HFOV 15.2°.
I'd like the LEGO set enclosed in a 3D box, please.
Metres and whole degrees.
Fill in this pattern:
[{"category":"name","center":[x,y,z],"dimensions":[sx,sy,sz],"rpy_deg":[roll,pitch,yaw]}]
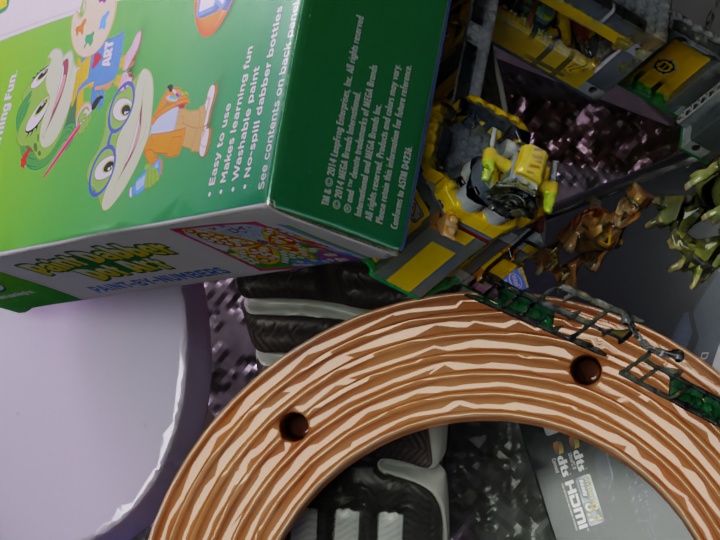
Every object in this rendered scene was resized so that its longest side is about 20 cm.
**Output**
[{"category":"LEGO set","center":[0.102,-0.042,0.691],"dimensions":[0.116,0.200,0.154],"rpy_deg":[-41,21,47]}]

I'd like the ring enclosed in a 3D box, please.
[{"category":"ring","center":[0.036,0.106,0.744],"dimensions":[0.200,0.019,0.201],"rpy_deg":[0,87,8]}]

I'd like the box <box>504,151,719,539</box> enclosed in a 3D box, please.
[{"category":"box","center":[0.136,0.058,0.802],"dimensions":[0.160,0.044,0.200],"rpy_deg":[-20,74,15]}]

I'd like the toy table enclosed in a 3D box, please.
[{"category":"toy table","center":[-0.102,0.004,0.859],"dimensions":[0.184,0.117,0.200],"rpy_deg":[-25,72,14]}]

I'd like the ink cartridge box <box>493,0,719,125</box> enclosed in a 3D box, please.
[{"category":"ink cartridge box","center":[0.034,-0.152,0.856],"dimensions":[0.200,0.084,0.146],"rpy_deg":[22,88,23]}]

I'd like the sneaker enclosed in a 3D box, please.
[{"category":"sneaker","center":[0.000,0.000,0.811],"dimensions":[0.076,0.116,0.200],"rpy_deg":[8,106,1]}]

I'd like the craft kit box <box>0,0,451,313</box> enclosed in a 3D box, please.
[{"category":"craft kit box","center":[-0.042,-0.095,0.718],"dimensions":[0.197,0.049,0.200],"rpy_deg":[-11,65,58]}]
